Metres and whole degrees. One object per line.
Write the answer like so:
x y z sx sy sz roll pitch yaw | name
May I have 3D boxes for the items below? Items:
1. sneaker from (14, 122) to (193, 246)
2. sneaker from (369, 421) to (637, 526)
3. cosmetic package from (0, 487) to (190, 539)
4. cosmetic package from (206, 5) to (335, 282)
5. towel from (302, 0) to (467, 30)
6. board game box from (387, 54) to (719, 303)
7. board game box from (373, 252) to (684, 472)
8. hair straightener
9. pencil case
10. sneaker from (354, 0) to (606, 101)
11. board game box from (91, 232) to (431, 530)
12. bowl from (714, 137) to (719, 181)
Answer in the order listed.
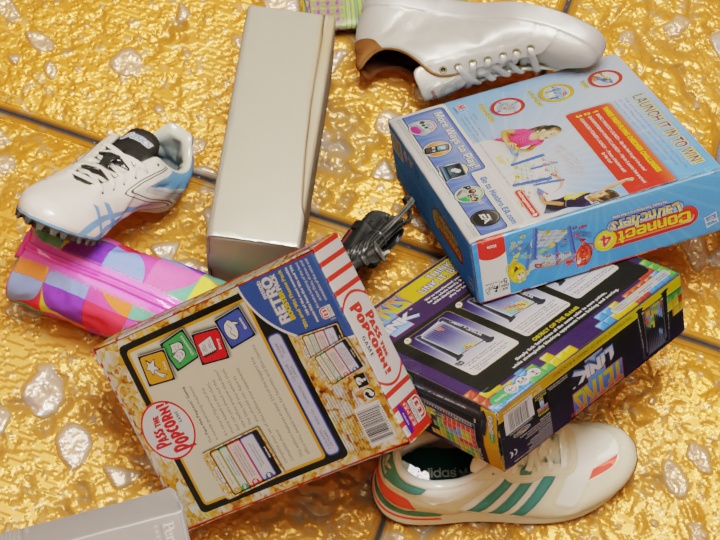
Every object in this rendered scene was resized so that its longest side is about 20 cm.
-0.189 -0.069 1.537 0.072 0.073 0.200 26 23 16 | sneaker
0.107 0.140 1.502 0.199 0.093 0.070 -5 67 -4 | sneaker
-0.209 0.231 1.438 0.200 0.090 0.107 -16 97 -5 | cosmetic package
-0.068 -0.091 1.592 0.073 0.104 0.200 7 67 0 | cosmetic package
0.012 -0.289 1.725 0.143 0.023 0.200 -6 68 -5 | towel
0.144 -0.074 1.565 0.196 0.056 0.200 -16 35 -9 | board game box
0.108 0.046 1.500 0.200 0.057 0.165 -33 38 -31 | board game box
0.000 0.000 1.547 0.041 0.077 0.200 59 41 -14 | hair straightener
-0.165 0.021 1.548 0.200 0.088 0.088 21 67 9 | pencil case
0.091 -0.165 1.628 0.200 0.073 0.085 8 72 18 | sneaker
-0.072 0.081 1.458 0.200 0.046 0.152 -23 96 27 | board game box
0.348 -0.062 1.563 0.200 0.075 0.200 42 35 -6 | bowl
